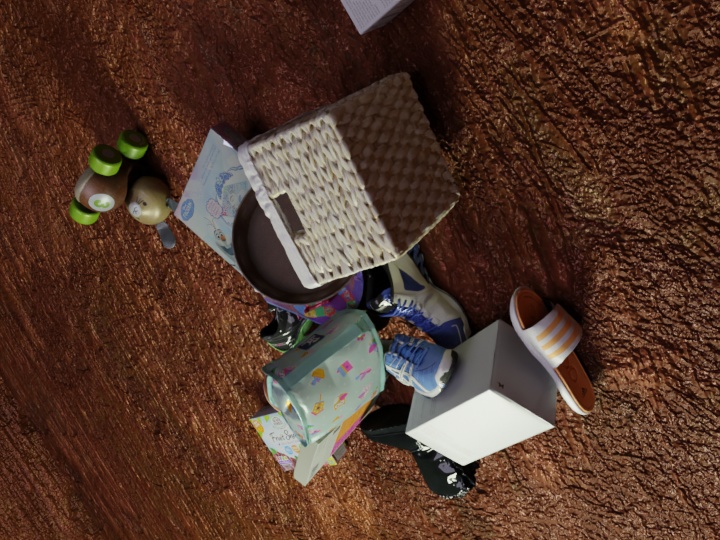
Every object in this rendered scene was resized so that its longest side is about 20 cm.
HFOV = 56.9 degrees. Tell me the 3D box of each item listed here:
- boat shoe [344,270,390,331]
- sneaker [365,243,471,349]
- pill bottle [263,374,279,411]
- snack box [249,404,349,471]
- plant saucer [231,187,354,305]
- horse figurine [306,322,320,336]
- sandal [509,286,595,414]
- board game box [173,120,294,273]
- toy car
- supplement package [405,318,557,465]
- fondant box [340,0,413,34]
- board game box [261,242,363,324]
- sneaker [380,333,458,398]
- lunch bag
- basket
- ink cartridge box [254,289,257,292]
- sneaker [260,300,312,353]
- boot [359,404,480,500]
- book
[{"bbox_3d":[0.000,0.000,1.051,0.071,0.065,0.202,-18,110,9],"label":"boat shoe"},{"bbox_3d":[0.067,0.048,0.985,0.080,0.115,0.201,-29,98,48],"label":"sneaker"},{"bbox_3d":[-0.103,0.199,1.193,0.113,0.112,0.200,52,157,-1],"label":"pill bottle"},{"bbox_3d":[-0.131,0.343,1.396,0.199,0.053,0.143,-25,99,46],"label":"snack box"},{"bbox_3d":[-0.088,-0.050,0.973,0.200,0.200,0.034,47,179,4],"label":"plant saucer"},{"bbox_3d":[-0.039,0.101,1.160,0.199,0.050,0.134,-23,95,44],"label":"horse figurine"},{"bbox_3d":[0.274,0.100,0.882,0.059,0.079,0.208,-23,110,44],"label":"sandal"},{"bbox_3d":[-0.190,-0.100,1.077,0.198,0.043,0.200,40,130,2],"label":"board game box"},{"bbox_3d":[-0.423,-0.132,1.268,0.199,0.158,0.165,39,126,-4],"label":"toy car"},{"bbox_3d":[0.174,0.182,0.961,0.116,0.118,0.200,31,139,-14],"label":"supplement package"},{"bbox_3d":[0.039,-0.392,0.758,0.199,0.058,0.145,-25,100,45],"label":"fondant box"},{"bbox_3d":[-0.094,0.013,1.026,0.198,0.039,0.160,21,121,15],"label":"board game box"},{"bbox_3d":[0.077,0.137,0.984,0.076,0.076,0.200,32,163,-14],"label":"sneaker"},{"bbox_3d":[-0.052,0.153,0.993,0.122,0.169,0.201,47,160,23],"label":"lunch bag"},{"bbox_3d":[-0.008,-0.116,0.830,0.160,0.200,0.200,-15,107,41],"label":"basket"},{"bbox_3d":[-0.154,-0.052,1.153,0.108,0.050,0.203,10,124,33],"label":"ink cartridge box"},{"bbox_3d":[-0.110,0.050,1.111,0.083,0.077,0.202,20,107,-20],"label":"sneaker"},{"bbox_3d":[0.104,0.319,1.172,0.197,0.073,0.164,-17,109,44],"label":"boot"},{"bbox_3d":[-0.035,0.266,1.155,0.048,0.200,0.135,32,133,18],"label":"book"}]
